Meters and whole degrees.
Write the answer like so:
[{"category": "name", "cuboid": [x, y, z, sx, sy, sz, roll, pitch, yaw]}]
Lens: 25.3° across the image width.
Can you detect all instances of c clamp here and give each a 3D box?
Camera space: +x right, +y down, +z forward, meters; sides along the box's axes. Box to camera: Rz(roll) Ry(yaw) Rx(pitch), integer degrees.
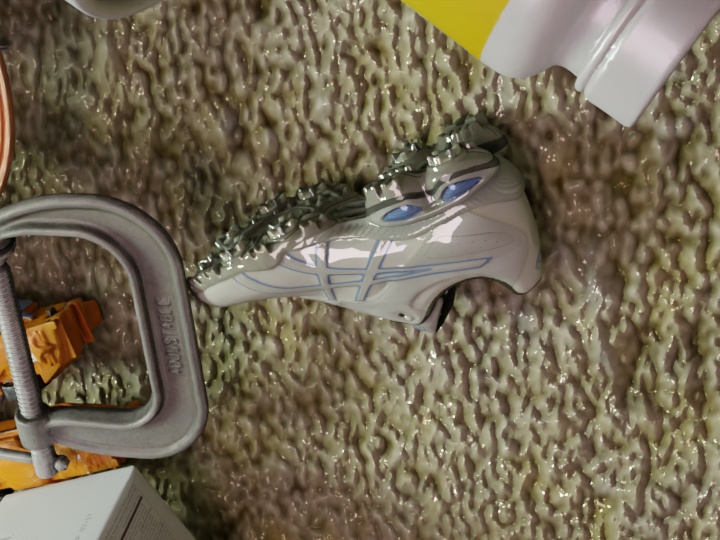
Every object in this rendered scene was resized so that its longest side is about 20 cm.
[{"category": "c clamp", "cuboid": [-0.166, 0.041, 0.866, 0.169, 0.027, 0.202, 9, 126, 11]}]

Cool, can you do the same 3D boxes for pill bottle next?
[{"category": "pill bottle", "cuboid": [0.058, -0.153, 0.674, 0.199, 0.111, 0.112, 37, 125, 5]}]

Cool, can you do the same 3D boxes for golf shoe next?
[{"category": "golf shoe", "cuboid": [0.000, 0.000, 0.813, 0.199, 0.078, 0.098, -17, 112, 33]}]

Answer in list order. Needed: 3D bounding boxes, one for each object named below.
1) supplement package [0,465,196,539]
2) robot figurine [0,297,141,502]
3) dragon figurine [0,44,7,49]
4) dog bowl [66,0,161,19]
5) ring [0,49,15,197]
[{"category": "supplement package", "cuboid": [-0.136, 0.230, 0.939, 0.109, 0.114, 0.201, -15, 123, 31]}, {"category": "robot figurine", "cuboid": [-0.232, 0.084, 0.978, 0.198, 0.058, 0.146, -12, 108, 30]}, {"category": "dragon figurine", "cuboid": [-0.232, -0.135, 0.868, 0.198, 0.059, 0.100, 12, 121, 26]}, {"category": "dog bowl", "cuboid": [-0.088, -0.211, 0.673, 0.079, 0.200, 0.201, 35, 125, 10]}, {"category": "ring", "cuboid": [-0.257, -0.108, 0.848, 0.199, 0.019, 0.202, 15, 121, 26]}]
